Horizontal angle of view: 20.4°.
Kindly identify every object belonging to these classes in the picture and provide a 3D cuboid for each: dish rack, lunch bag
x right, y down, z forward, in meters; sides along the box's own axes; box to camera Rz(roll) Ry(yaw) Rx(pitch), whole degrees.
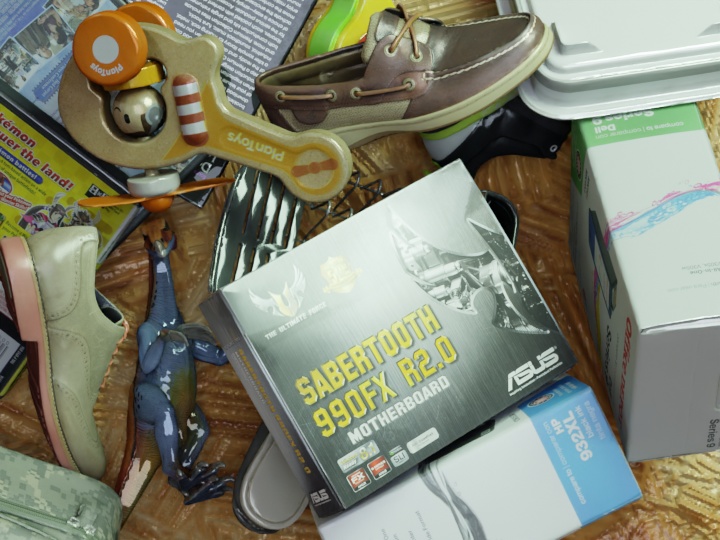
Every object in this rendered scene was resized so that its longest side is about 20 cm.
[{"bbox_3d":[0.177,-0.194,1.344,0.171,0.044,0.200,-9,50,-2],"label":"dish rack"},{"bbox_3d":[-0.263,0.206,1.297,0.199,0.168,0.140,21,121,-2],"label":"lunch bag"},{"bbox_3d":[0.000,0.000,1.347,0.199,0.055,0.154,19,68,-19],"label":"dish rack"}]

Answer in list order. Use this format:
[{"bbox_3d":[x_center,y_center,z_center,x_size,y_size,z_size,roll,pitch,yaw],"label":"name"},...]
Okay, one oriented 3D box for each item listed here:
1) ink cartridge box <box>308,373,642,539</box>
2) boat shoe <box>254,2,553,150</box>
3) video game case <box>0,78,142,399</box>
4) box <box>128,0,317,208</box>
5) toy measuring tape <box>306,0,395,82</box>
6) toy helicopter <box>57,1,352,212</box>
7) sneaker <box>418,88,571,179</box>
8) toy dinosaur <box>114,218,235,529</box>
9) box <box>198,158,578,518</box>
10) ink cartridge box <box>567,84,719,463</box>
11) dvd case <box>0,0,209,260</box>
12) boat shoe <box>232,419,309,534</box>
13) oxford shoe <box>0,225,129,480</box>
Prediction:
[{"bbox_3d":[0.070,0.149,1.339,0.200,0.145,0.084,-27,96,-3],"label":"ink cartridge box"},{"bbox_3d":[0.024,-0.134,1.296,0.199,0.072,0.072,-15,123,23],"label":"boat shoe"},{"bbox_3d":[-0.273,-0.041,1.362,0.200,0.026,0.181,37,107,-2],"label":"video game case"},{"bbox_3d":[-0.124,-0.163,1.391,0.143,0.036,0.200,29,87,-1],"label":"box"},{"bbox_3d":[-0.018,-0.174,1.353,0.073,0.074,0.200,-33,122,-2],"label":"toy measuring tape"},{"bbox_3d":[-0.103,-0.085,1.297,0.199,0.079,0.133,21,106,7],"label":"toy helicopter"},{"bbox_3d":[0.129,-0.122,1.398,0.199,0.072,0.083,-24,115,-2],"label":"sneaker"},{"bbox_3d":[-0.141,0.065,1.367,0.200,0.105,0.182,-28,70,10],"label":"toy dinosaur"},{"bbox_3d":[0.020,0.041,1.289,0.200,0.048,0.159,-28,88,-27],"label":"box"},{"bbox_3d":[0.195,0.002,1.304,0.087,0.146,0.200,-9,51,-3],"label":"ink cartridge box"},{"bbox_3d":[-0.197,-0.124,1.355,0.143,0.018,0.200,-43,95,12],"label":"dvd case"},{"bbox_3d":[-0.031,0.091,1.381,0.067,0.057,0.200,36,71,-11],"label":"boat shoe"},{"bbox_3d":[-0.187,0.062,1.341,0.075,0.070,0.201,-16,125,-13],"label":"oxford shoe"}]
